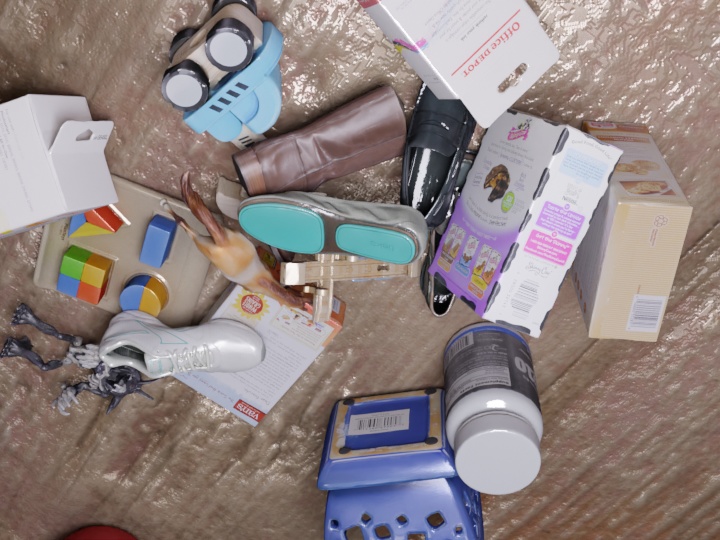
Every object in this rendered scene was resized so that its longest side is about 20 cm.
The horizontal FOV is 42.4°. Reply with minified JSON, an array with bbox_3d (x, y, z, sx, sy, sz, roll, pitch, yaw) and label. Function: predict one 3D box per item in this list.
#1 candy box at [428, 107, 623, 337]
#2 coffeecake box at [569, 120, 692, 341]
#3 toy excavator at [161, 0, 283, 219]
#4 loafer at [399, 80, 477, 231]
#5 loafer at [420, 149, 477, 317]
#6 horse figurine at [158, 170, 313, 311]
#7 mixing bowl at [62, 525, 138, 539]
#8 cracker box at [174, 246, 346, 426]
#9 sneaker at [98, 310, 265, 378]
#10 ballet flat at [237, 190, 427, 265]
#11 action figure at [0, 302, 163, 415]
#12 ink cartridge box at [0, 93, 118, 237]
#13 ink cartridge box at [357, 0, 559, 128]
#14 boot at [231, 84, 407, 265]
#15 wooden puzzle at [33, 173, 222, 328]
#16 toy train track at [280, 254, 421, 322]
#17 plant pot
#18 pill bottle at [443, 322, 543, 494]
[{"bbox_3d":[0.161,-0.057,0.956,0.071,0.168,0.201,19,101,-20],"label":"candy box"},{"bbox_3d":[0.270,-0.047,0.971,0.073,0.200,0.154,4,121,1],"label":"coffeecake box"},{"bbox_3d":[-0.129,-0.164,0.997,0.194,0.100,0.200,-36,122,22],"label":"toy excavator"},{"bbox_3d":[0.083,-0.138,0.985,0.068,0.070,0.202,14,105,13],"label":"loafer"},{"bbox_3d":[0.110,-0.037,1.067,0.071,0.063,0.201,7,121,0],"label":"loafer"},{"bbox_3d":[-0.140,-0.023,0.994,0.050,0.132,0.200,-46,149,-7],"label":"horse figurine"},{"bbox_3d":[-0.381,0.450,1.361,0.199,0.109,0.201,2,120,3],"label":"mixing bowl"},{"bbox_3d":[-0.129,0.086,1.158,0.134,0.058,0.200,35,116,-14],"label":"cracker box"},{"bbox_3d":[-0.212,0.099,1.099,0.199,0.080,0.071,4,115,6],"label":"sneaker"},{"bbox_3d":[-0.027,-0.050,0.970,0.199,0.064,0.068,11,129,7],"label":"ballet flat"},{"bbox_3d":[-0.352,0.123,1.171,0.199,0.102,0.119,25,108,-9],"label":"action figure"},{"bbox_3d":[-0.369,-0.107,0.999,0.199,0.129,0.126,-15,97,13],"label":"ink cartridge box"},{"bbox_3d":[0.090,-0.249,0.911,0.116,0.067,0.200,-43,107,-3],"label":"ink cartridge box"},{"bbox_3d":[-0.026,-0.102,1.028,0.199,0.064,0.187,-26,145,-9],"label":"boot"},{"bbox_3d":[-0.284,-0.017,1.114,0.199,0.046,0.186,19,120,-8],"label":"wooden puzzle"},{"bbox_3d":[0.000,0.000,1.043,0.199,0.032,0.115,-4,100,-41],"label":"toy train track"},{"bbox_3d":[0.047,0.266,1.179,0.199,0.200,0.181,-8,113,8],"label":"plant pot"},{"bbox_3d":[0.156,0.161,1.101,0.113,0.200,0.114,2,121,3],"label":"pill bottle"}]
